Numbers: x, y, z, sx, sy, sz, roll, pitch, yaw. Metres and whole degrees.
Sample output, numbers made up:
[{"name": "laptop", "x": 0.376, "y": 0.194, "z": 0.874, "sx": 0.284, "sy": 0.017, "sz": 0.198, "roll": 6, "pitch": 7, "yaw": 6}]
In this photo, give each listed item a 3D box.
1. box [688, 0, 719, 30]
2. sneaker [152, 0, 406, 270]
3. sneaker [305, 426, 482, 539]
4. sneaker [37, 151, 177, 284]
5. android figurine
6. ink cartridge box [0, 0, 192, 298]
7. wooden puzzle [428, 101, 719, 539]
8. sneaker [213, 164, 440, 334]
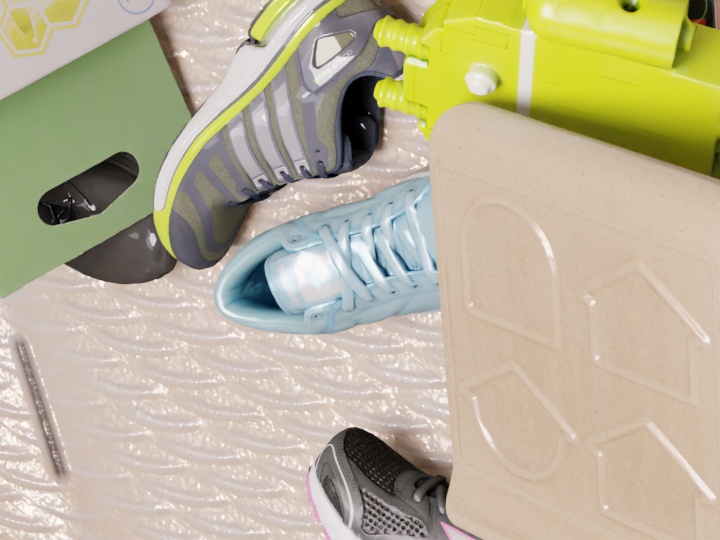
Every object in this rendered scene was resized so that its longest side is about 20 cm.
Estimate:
[{"name": "box", "x": 0.107, "y": -0.187, "z": 1.313, "sx": 0.136, "sy": 0.040, "sz": 0.202, "roll": -3, "pitch": 91, "yaw": 36}, {"name": "sneaker", "x": -0.039, "y": -0.067, "z": 1.468, "sx": 0.081, "sy": 0.074, "sz": 0.200, "roll": 43, "pitch": 127, "yaw": 12}, {"name": "sneaker", "x": 0.069, "y": 0.141, "z": 1.466, "sx": 0.200, "sy": 0.080, "sz": 0.087, "roll": 38, "pitch": 120, "yaw": 5}, {"name": "sneaker", "x": -0.188, "y": -0.036, "z": 1.573, "sx": 0.199, "sy": 0.091, "sz": 0.076, "roll": 20, "pitch": 115, "yaw": 28}, {"name": "android figurine", "x": 0.101, "y": -0.071, "z": 1.288, "sx": 0.199, "sy": 0.041, "sz": 0.182, "roll": 16, "pitch": 149, "yaw": 8}, {"name": "ink cartridge box", "x": -0.162, "y": -0.105, "z": 1.473, "sx": 0.048, "sy": 0.145, "sz": 0.201, "roll": 5, "pitch": 123, "yaw": 64}, {"name": "wooden puzzle", "x": 0.106, "y": 0.039, "z": 1.250, "sx": 0.185, "sy": 0.046, "sz": 0.201, "roll": 22, "pitch": 120, "yaw": 47}, {"name": "sneaker", "x": 0.000, "y": 0.000, "z": 1.430, "sx": 0.200, "sy": 0.082, "sz": 0.074, "roll": -22, "pitch": 94, "yaw": 52}]
